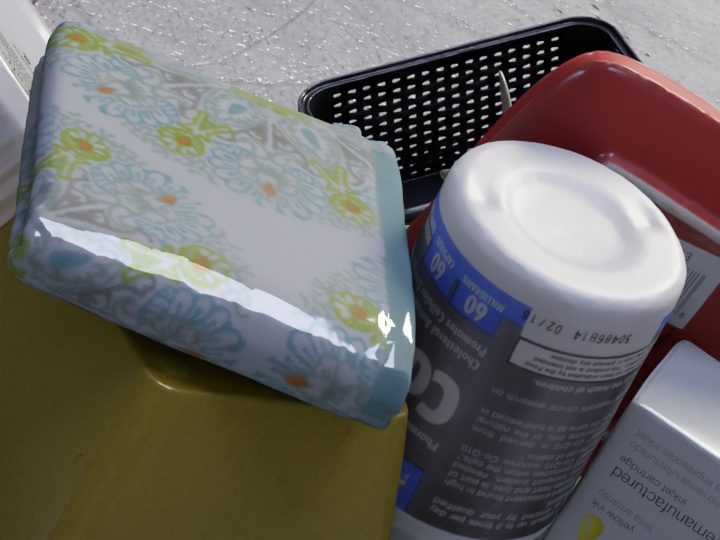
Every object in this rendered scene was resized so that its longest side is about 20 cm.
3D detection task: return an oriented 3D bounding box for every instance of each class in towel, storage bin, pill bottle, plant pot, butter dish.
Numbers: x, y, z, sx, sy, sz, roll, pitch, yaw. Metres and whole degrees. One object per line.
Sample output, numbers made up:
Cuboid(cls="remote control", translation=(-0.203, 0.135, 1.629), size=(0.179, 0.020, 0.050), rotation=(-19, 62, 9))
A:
Cuboid(cls="towel", translation=(-0.062, -0.022, 1.256), size=(0.171, 0.048, 0.200), rotation=(20, 27, -14))
Cuboid(cls="storage bin", translation=(0.075, -0.055, 1.710), size=(0.199, 0.094, 0.135), rotation=(-16, 41, -14))
Cuboid(cls="pill bottle", translation=(0.054, 0.052, 1.320), size=(0.113, 0.200, 0.114), rotation=(17, 35, -12))
Cuboid(cls="plant pot", translation=(-0.094, 0.080, 1.292), size=(0.199, 0.177, 0.200), rotation=(9, 33, -38))
Cuboid(cls="butter dish", translation=(0.119, -0.024, 1.428), size=(0.200, 0.199, 0.148), rotation=(31, 32, -22))

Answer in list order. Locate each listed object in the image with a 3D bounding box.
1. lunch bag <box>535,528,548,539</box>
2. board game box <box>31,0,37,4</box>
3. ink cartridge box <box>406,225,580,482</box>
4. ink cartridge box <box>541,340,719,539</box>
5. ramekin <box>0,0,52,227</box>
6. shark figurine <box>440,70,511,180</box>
Cuboid(cls="lunch bag", translation=(0.114, 0.087, 1.615), size=(0.200, 0.077, 0.160), rotation=(-5, 44, -51))
Cuboid(cls="board game box", translation=(-0.232, -0.184, 1.707), size=(0.105, 0.103, 0.200), rotation=(28, 25, -5))
Cuboid(cls="ink cartridge box", translation=(0.062, 0.064, 1.503), size=(0.145, 0.048, 0.201), rotation=(-2, 49, -2))
Cuboid(cls="ink cartridge box", translation=(0.148, 0.159, 1.381), size=(0.145, 0.200, 0.083), rotation=(34, 29, 8))
Cuboid(cls="ramekin", translation=(-0.199, -0.083, 1.469), size=(0.203, 0.094, 0.202), rotation=(57, 7, -10))
Cuboid(cls="shark figurine", translation=(0.022, -0.002, 1.472), size=(0.214, 0.090, 0.128), rotation=(-34, 57, -22))
